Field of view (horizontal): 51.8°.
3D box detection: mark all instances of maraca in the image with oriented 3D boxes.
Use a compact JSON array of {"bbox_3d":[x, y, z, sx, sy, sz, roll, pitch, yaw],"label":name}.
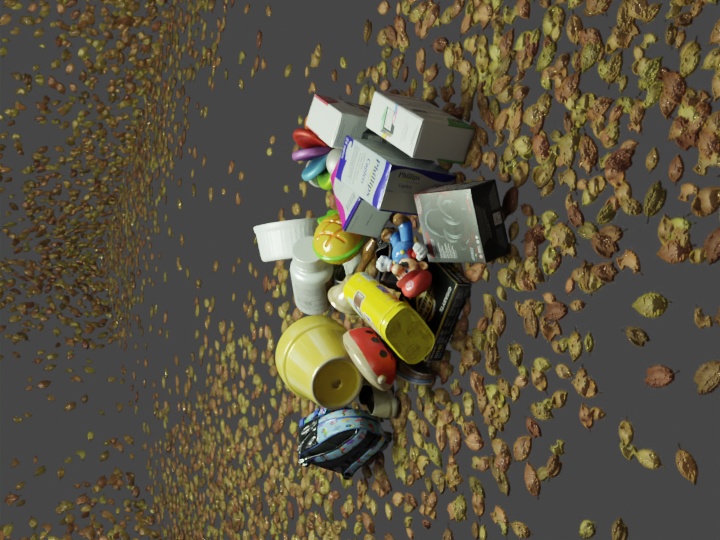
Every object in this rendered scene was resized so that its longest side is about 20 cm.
[{"bbox_3d":[-0.053,-0.092,1.824,0.202,0.135,0.108,-91,-10,-50],"label":"maraca"}]

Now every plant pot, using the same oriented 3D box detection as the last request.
[{"bbox_3d":[-0.084,0.231,1.751,0.189,0.198,0.204,-141,59,-64],"label":"plant pot"}]

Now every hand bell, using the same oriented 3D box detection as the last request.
[{"bbox_3d":[0.000,0.000,1.805,0.105,0.103,0.202,59,137,39],"label":"hand bell"}]

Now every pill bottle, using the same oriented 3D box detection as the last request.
[{"bbox_3d":[-0.125,0.012,1.929,0.202,0.113,0.115,87,159,-49],"label":"pill bottle"}]

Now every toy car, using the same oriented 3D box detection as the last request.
[{"bbox_3d":[-0.109,-0.315,1.946,0.174,0.148,0.204,-6,84,56],"label":"toy car"}]

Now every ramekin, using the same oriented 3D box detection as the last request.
[{"bbox_3d":[-0.188,-0.082,2.027,0.199,0.198,0.100,-6,92,56],"label":"ramekin"}]

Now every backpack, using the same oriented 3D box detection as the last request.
[{"bbox_3d":[-0.036,0.399,1.799,0.199,0.181,0.136,-39,39,33],"label":"backpack"}]

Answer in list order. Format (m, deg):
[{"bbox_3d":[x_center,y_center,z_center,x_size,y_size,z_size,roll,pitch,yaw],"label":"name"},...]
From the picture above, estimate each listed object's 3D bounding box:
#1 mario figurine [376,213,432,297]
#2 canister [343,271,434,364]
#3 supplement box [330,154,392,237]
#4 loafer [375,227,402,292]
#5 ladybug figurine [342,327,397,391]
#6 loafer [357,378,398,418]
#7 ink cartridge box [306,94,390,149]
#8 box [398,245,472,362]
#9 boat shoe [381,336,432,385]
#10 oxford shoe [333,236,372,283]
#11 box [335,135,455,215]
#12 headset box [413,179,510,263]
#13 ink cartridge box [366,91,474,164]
[{"bbox_3d":[0.087,-0.031,1.585,0.124,0.104,0.202,82,174,-49],"label":"mario figurine"},{"bbox_3d":[0.057,0.098,1.608,0.087,0.149,0.200,-44,37,-5],"label":"canister"},{"bbox_3d":[0.002,-0.189,1.784,0.102,0.102,0.202,-59,33,38],"label":"supplement box"},{"bbox_3d":[0.063,-0.035,1.710,0.202,0.062,0.072,-100,27,-47],"label":"loafer"},{"bbox_3d":[0.028,0.188,1.637,0.072,0.136,0.200,-42,31,4],"label":"ladybug figurine"},{"bbox_3d":[0.020,0.285,1.805,0.200,0.067,0.077,43,124,49],"label":"loafer"},{"bbox_3d":[-0.007,-0.339,1.746,0.148,0.197,0.087,44,123,48],"label":"ink cartridge box"},{"bbox_3d":[0.152,0.071,1.629,0.160,0.049,0.202,52,131,47],"label":"box"},{"bbox_3d":[0.100,0.192,1.682,0.199,0.071,0.074,34,116,52],"label":"boat shoe"},{"bbox_3d":[-0.015,-0.042,1.880,0.075,0.057,0.202,56,131,46],"label":"oxford shoe"},{"bbox_3d":[0.074,-0.206,1.632,0.200,0.182,0.106,42,120,49],"label":"box"},{"bbox_3d":[0.197,-0.097,1.503,0.199,0.076,0.151,3,110,55],"label":"headset box"},{"bbox_3d":[0.124,-0.308,1.592,0.200,0.143,0.085,44,125,48],"label":"ink cartridge box"}]
